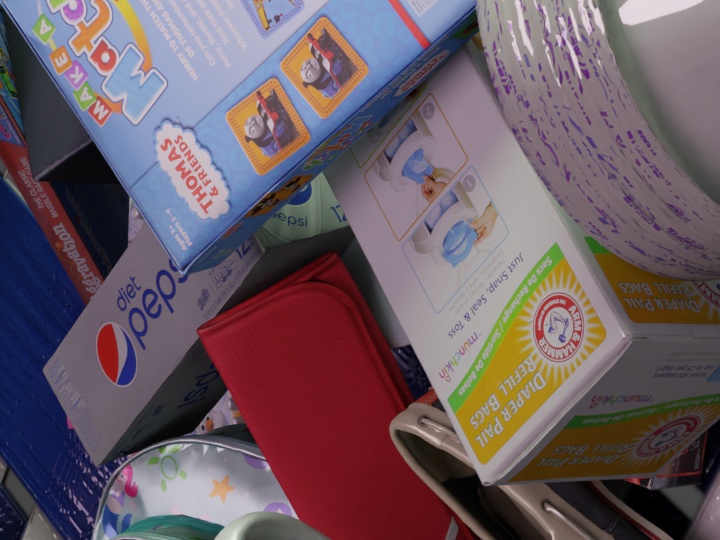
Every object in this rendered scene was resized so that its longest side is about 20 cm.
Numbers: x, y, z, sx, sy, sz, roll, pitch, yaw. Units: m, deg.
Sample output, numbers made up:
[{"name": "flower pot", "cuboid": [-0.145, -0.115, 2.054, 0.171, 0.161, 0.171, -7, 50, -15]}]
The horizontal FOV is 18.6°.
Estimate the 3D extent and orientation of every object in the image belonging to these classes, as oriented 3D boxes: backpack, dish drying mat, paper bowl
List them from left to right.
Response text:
[{"name": "backpack", "cuboid": [-0.064, 0.181, 1.127, 0.177, 0.150, 0.201, 16, 94, 24]}, {"name": "dish drying mat", "cuboid": [0.001, 0.093, 1.041, 0.201, 0.077, 0.018, 63, 174, -20]}, {"name": "paper bowl", "cuboid": [0.148, -0.103, 0.853, 0.104, 0.200, 0.202, -19, 76, 45]}]

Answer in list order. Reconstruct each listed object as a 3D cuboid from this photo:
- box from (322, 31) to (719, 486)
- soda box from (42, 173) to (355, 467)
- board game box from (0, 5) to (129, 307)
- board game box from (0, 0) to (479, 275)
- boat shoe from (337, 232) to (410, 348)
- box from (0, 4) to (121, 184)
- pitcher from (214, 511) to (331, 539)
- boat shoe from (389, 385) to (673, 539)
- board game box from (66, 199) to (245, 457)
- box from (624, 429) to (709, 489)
[{"name": "box", "cuboid": [0.077, -0.018, 0.937, 0.101, 0.112, 0.201, -49, 53, 35]}, {"name": "soda box", "cuboid": [-0.081, 0.014, 1.077, 0.064, 0.068, 0.200, 57, 137, 17]}, {"name": "board game box", "cuboid": [-0.163, -0.076, 1.117, 0.019, 0.201, 0.103, -16, 42, 9]}, {"name": "board game box", "cuboid": [-0.045, -0.118, 0.922, 0.200, 0.037, 0.152, -40, 79, 27]}, {"name": "boat shoe", "cuboid": [0.000, 0.003, 1.088, 0.199, 0.068, 0.074, -16, 90, 49]}, {"name": "box", "cuboid": [-0.071, -0.151, 1.099, 0.117, 0.199, 0.198, -27, 69, 45]}, {"name": "pitcher", "cuboid": [0.023, 0.187, 0.990, 0.121, 0.199, 0.173, -30, 68, 44]}, {"name": "boat shoe", "cuboid": [0.094, 0.128, 0.979, 0.200, 0.062, 0.071, 51, 144, 12]}, {"name": "board game box", "cuboid": [-0.091, 0.032, 1.249, 0.200, 0.026, 0.201, 26, 109, 45]}, {"name": "box", "cuboid": [0.110, -0.014, 1.014, 0.137, 0.040, 0.201, 16, 101, 46]}]
